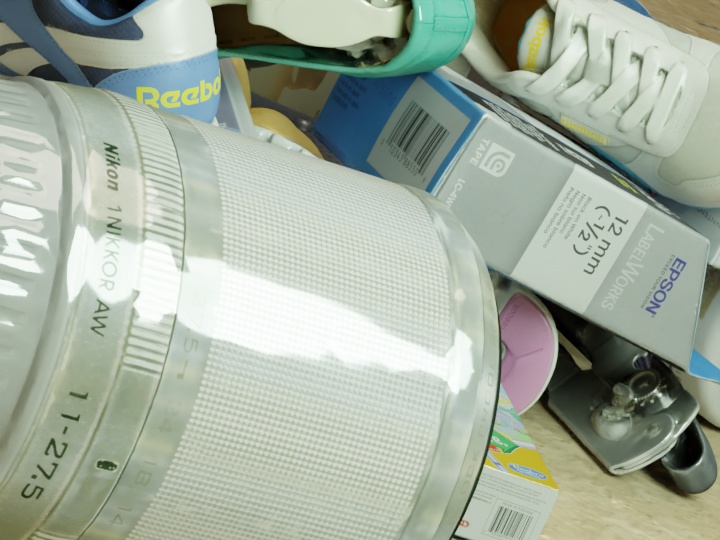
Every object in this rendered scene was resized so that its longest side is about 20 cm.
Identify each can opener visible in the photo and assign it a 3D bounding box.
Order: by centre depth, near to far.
[{"bbox_3d":[0.110,0.050,1.442,0.067,0.053,0.200,54,-3,-33],"label":"can opener"}]

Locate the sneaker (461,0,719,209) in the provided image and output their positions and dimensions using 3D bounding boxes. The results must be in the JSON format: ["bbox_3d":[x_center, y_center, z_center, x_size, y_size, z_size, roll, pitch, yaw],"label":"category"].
[{"bbox_3d":[0.116,-0.086,1.361,0.200,0.077,0.081,29,8,42],"label":"sneaker"}]

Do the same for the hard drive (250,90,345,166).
[{"bbox_3d":[-0.103,-0.079,1.519,0.199,0.043,0.135,22,15,-9],"label":"hard drive"}]

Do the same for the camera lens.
[{"bbox_3d":[-0.065,0.030,0.987,0.199,0.161,0.160,17,17,-28],"label":"camera lens"}]

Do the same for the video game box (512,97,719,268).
[{"bbox_3d":[0.204,-0.056,1.476,0.199,0.047,0.182,3,29,-36],"label":"video game box"}]

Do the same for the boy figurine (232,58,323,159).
[{"bbox_3d":[-0.101,-0.078,1.413,0.199,0.125,0.064,22,-29,-5],"label":"boy figurine"}]

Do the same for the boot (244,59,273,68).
[{"bbox_3d":[-0.106,-0.180,1.586,0.185,0.065,0.200,15,23,0],"label":"boot"}]

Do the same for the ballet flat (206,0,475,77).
[{"bbox_3d":[-0.049,-0.123,1.299,0.199,0.068,0.070,7,6,18],"label":"ballet flat"}]

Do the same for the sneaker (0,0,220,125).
[{"bbox_3d":[-0.127,-0.114,1.278,0.074,0.083,0.199,-22,37,-38],"label":"sneaker"}]

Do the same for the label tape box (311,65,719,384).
[{"bbox_3d":[0.091,-0.027,1.357,0.199,0.066,0.143,26,9,-27],"label":"label tape box"}]

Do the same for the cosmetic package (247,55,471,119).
[{"bbox_3d":[-0.029,-0.126,1.679,0.071,0.106,0.200,15,17,-37],"label":"cosmetic package"}]

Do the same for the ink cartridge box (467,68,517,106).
[{"bbox_3d":[0.041,-0.136,1.756,0.200,0.137,0.076,36,16,34],"label":"ink cartridge box"}]

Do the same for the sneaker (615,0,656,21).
[{"bbox_3d":[0.102,-0.132,1.607,0.199,0.079,0.089,24,14,-33],"label":"sneaker"}]

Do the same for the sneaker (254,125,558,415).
[{"bbox_3d":[0.000,0.000,1.367,0.199,0.081,0.088,31,10,1],"label":"sneaker"}]

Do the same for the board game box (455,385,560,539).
[{"bbox_3d":[-0.025,0.048,1.231,0.199,0.034,0.135,20,15,-17],"label":"board game box"}]

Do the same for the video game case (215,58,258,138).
[{"bbox_3d":[-0.137,-0.062,1.288,0.181,0.023,0.200,0,28,-12],"label":"video game case"}]

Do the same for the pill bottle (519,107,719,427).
[{"bbox_3d":[0.158,-0.013,1.560,0.119,0.120,0.200,8,22,-47],"label":"pill bottle"}]
